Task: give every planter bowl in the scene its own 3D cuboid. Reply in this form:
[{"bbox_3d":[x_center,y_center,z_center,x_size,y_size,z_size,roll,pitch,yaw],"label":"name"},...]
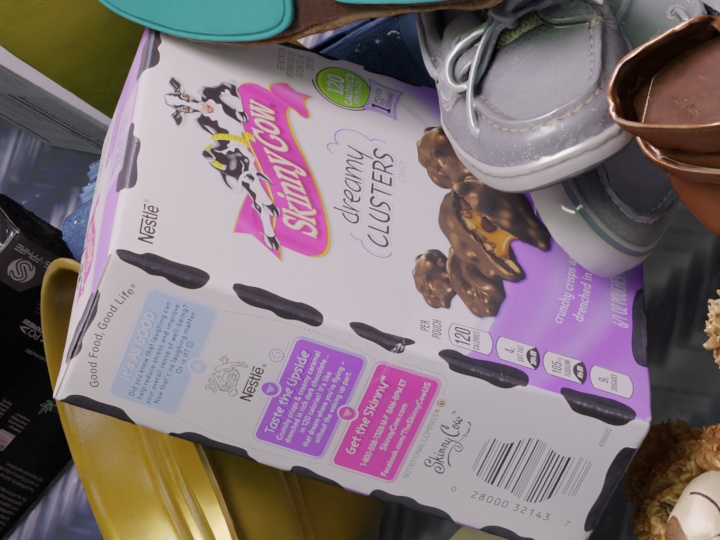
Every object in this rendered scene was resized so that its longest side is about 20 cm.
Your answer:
[{"bbox_3d":[-0.047,0.075,1.167,0.083,0.201,0.201,-23,51,-19],"label":"planter bowl"}]

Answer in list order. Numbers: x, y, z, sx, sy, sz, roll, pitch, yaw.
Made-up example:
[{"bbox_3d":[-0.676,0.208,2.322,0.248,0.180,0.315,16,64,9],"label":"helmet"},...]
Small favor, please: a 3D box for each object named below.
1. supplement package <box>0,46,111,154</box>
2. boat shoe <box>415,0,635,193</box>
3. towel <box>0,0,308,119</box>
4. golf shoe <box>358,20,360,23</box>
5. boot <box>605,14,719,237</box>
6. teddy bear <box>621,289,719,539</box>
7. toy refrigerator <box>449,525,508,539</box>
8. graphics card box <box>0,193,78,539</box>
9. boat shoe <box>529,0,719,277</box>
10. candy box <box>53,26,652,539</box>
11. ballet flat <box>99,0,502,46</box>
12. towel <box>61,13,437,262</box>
[{"bbox_3d":[-0.123,-0.170,1.294,0.111,0.156,0.201,13,76,51],"label":"supplement package"},{"bbox_3d":[0.051,-0.099,1.080,0.074,0.065,0.202,-24,35,11],"label":"boat shoe"},{"bbox_3d":[-0.073,-0.087,1.209,0.086,0.200,0.018,-24,60,22],"label":"towel"},{"bbox_3d":[-0.004,-0.176,1.256,0.092,0.073,0.201,-25,78,23],"label":"golf shoe"},{"bbox_3d":[0.193,-0.058,1.001,0.199,0.155,0.074,-25,59,23],"label":"boot"},{"bbox_3d":[0.177,0.065,1.041,0.199,0.146,0.067,-12,19,24],"label":"teddy bear"},{"bbox_3d":[0.019,0.187,1.115,0.200,0.070,0.076,-47,45,6],"label":"toy refrigerator"},{"bbox_3d":[-0.183,0.066,1.261,0.200,0.125,0.051,-48,52,7],"label":"graphics card box"},{"bbox_3d":[0.112,-0.082,1.116,0.071,0.070,0.201,-34,24,37],"label":"boat shoe"},{"bbox_3d":[0.000,0.000,1.093,0.168,0.199,0.072,-86,17,-53],"label":"candy box"},{"bbox_3d":[-0.010,-0.122,1.069,0.199,0.072,0.068,-3,110,40],"label":"ballet flat"},{"bbox_3d":[-0.014,-0.032,1.215,0.199,0.112,0.049,-28,18,20],"label":"towel"}]
